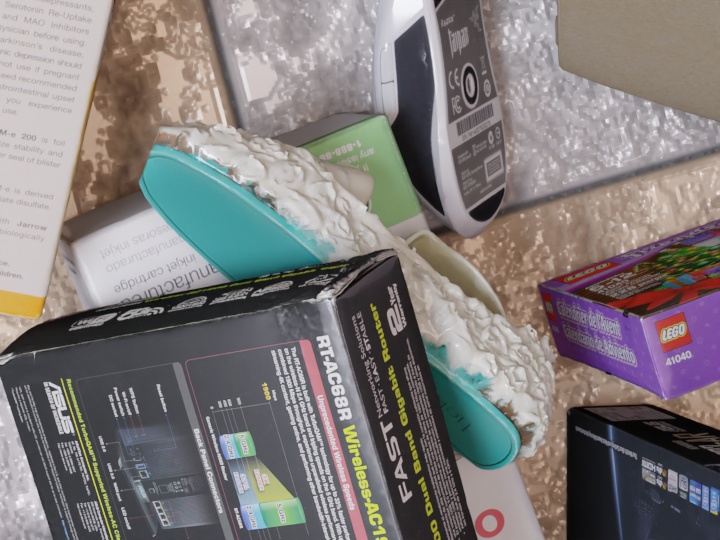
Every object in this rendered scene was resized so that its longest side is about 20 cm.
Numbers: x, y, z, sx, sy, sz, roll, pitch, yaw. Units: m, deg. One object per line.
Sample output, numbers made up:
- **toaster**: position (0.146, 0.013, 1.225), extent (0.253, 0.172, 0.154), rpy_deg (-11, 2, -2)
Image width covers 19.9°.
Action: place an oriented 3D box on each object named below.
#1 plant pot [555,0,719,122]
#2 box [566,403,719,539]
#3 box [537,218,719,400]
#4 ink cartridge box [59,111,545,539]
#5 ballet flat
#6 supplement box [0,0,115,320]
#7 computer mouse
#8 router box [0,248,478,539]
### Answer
- **plant pot**: position (0.168, -0.167, 0.839), extent (0.176, 0.200, 0.201), rpy_deg (1, 74, 5)
- **box**: position (0.138, 0.149, 0.863), extent (0.043, 0.200, 0.161), rpy_deg (-1, 95, -12)
- **box**: position (0.192, -0.003, 0.896), extent (0.199, 0.137, 0.039), rpy_deg (-19, 99, -11)
- **ink cartridge box**: position (-0.027, 0.050, 0.878), extent (0.145, 0.087, 0.201), rpy_deg (-22, 100, -11)
- **ballet flat**: position (0.000, 0.000, 0.813), extent (0.200, 0.072, 0.072), rpy_deg (41, 85, -14)
- **supplement box**: position (-0.132, -0.101, 0.778), extent (0.073, 0.126, 0.201), rpy_deg (11, 122, -11)
- **computer mouse**: position (0.022, -0.111, 0.884), extent (0.044, 0.110, 0.201), rpy_deg (-3, 103, 25)
- **router box**: position (-0.036, 0.103, 0.778), extent (0.149, 0.062, 0.201), rpy_deg (-10, 103, 27)
